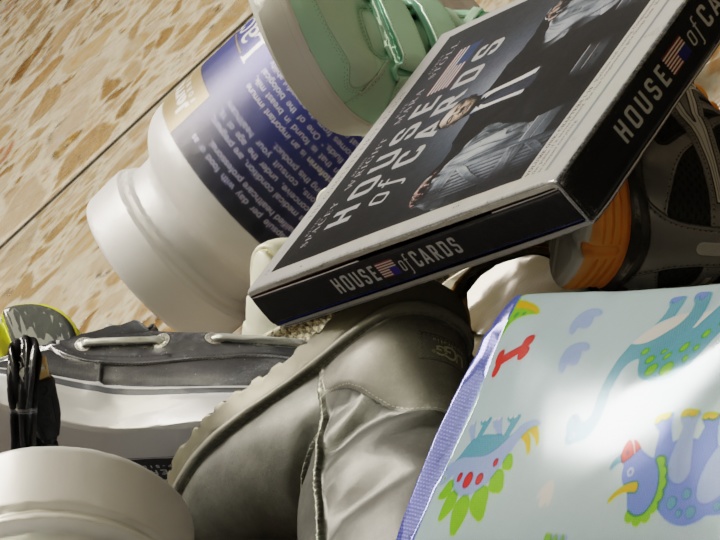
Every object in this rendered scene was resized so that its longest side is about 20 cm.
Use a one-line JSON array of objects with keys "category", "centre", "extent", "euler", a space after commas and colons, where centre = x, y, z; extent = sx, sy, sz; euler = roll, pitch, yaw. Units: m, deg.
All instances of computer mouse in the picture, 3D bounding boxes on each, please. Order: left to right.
[{"category": "computer mouse", "centre": [-0.110, 0.112, 1.076], "extent": [0.034, 0.201, 0.059], "euler": [-3, 35, 3]}]

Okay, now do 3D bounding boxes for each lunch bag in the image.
[{"category": "lunch bag", "centre": [0.082, 0.107, 0.748], "extent": [0.170, 0.127, 0.201], "euler": [-6, 57, 59]}]

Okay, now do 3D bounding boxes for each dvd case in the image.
[{"category": "dvd case", "centre": [0.054, -0.054, 0.993], "extent": [0.200, 0.025, 0.151], "euler": [-18, 30, 55]}]

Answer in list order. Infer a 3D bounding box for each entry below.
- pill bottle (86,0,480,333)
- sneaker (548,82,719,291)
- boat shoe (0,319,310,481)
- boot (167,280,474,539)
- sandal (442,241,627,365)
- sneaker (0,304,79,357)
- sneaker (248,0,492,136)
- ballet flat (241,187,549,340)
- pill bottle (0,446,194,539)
[{"category": "pill bottle", "centre": [-0.028, -0.063, 1.314], "extent": [0.200, 0.116, 0.116], "euler": [-42, 19, 13]}, {"category": "sneaker", "centre": [0.111, -0.041, 1.046], "extent": [0.200, 0.077, 0.079], "euler": [-83, -1, -64]}, {"category": "boat shoe", "centre": [-0.097, 0.053, 1.130], "extent": [0.199, 0.072, 0.068], "euler": [-2, 43, 20]}, {"category": "boot", "centre": [-0.010, 0.117, 0.978], "extent": [0.182, 0.072, 0.201], "euler": [-51, 32, 34]}, {"category": "sandal", "centre": [0.062, 0.022, 1.045], "extent": [0.080, 0.054, 0.200], "euler": [-47, 19, -3]}, {"category": "sneaker", "centre": [-0.147, 0.119, 1.208], "extent": [0.074, 0.085, 0.201], "euler": [15, 83, 25]}, {"category": "sneaker", "centre": [0.041, -0.103, 1.160], "extent": [0.118, 0.200, 0.074], "euler": [-32, 59, 21]}, {"category": "ballet flat", "centre": [0.000, 0.000, 1.186], "extent": [0.200, 0.075, 0.068], "euler": [-36, 5, 30]}, {"category": "pill bottle", "centre": [-0.109, 0.168, 0.950], "extent": [0.114, 0.114, 0.201], "euler": [-33, 39, 33]}]
